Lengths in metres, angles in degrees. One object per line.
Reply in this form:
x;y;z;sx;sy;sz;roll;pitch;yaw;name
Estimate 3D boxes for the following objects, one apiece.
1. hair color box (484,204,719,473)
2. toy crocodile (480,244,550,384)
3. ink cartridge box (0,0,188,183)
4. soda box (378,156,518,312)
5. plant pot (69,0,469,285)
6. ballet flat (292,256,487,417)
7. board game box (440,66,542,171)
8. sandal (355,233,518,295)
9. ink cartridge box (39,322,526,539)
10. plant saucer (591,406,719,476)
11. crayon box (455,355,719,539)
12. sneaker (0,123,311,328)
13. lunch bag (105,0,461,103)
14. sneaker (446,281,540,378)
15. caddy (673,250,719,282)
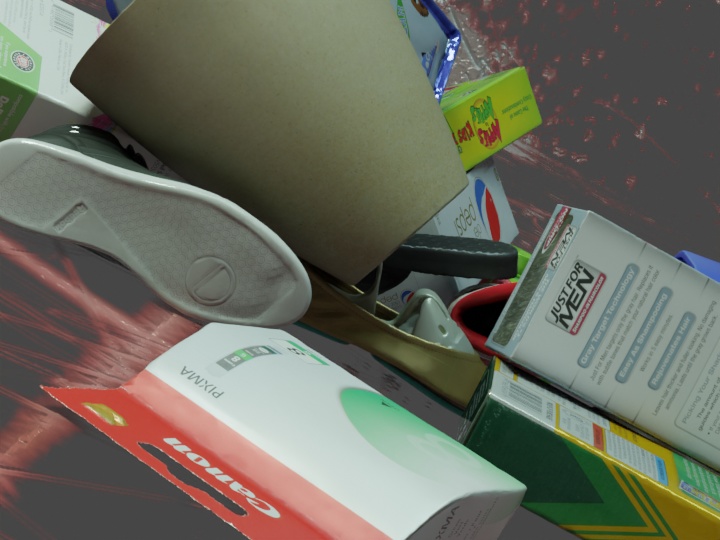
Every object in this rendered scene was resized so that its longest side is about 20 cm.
0.187;0.050;1.436;0.200;0.099;0.061;28;-1;-15;hair color box
0.110;0.025;1.740;0.062;0.068;0.200;23;11;-30;toy crocodile
-0.160;-0.095;1.509;0.199;0.067;0.117;25;33;-21;ink cartridge box
0.055;-0.024;1.678;0.200;0.063;0.068;-44;115;-69;soda box
-0.035;-0.097;1.401;0.200;0.187;0.187;49;10;0;plant pot
0.012;0.027;1.458;0.199;0.063;0.069;27;7;-6;ballet flat
0.042;-0.091;1.726;0.101;0.048;0.200;-14;10;32;board game box
0.001;0.000;1.535;0.200;0.048;0.075;5;10;2;sandal
-0.031;0.079;1.109;0.161;0.050;0.200;32;8;24;ink cartridge box
0.231;0.144;1.523;0.200;0.032;0.200;24;4;-2;plant saucer
0.151;0.126;1.363;0.199;0.052;0.126;28;9;1;crayon box
-0.117;-0.032;1.376;0.199;0.071;0.099;23;14;-4;sneaker
-0.056;-0.170;1.590;0.170;0.124;0.200;-5;-32;36;lunch bag
0.148;0.050;1.505;0.199;0.079;0.116;4;0;5;sneaker
0.254;0.068;1.698;0.105;0.142;0.200;24;10;-3;caddy
